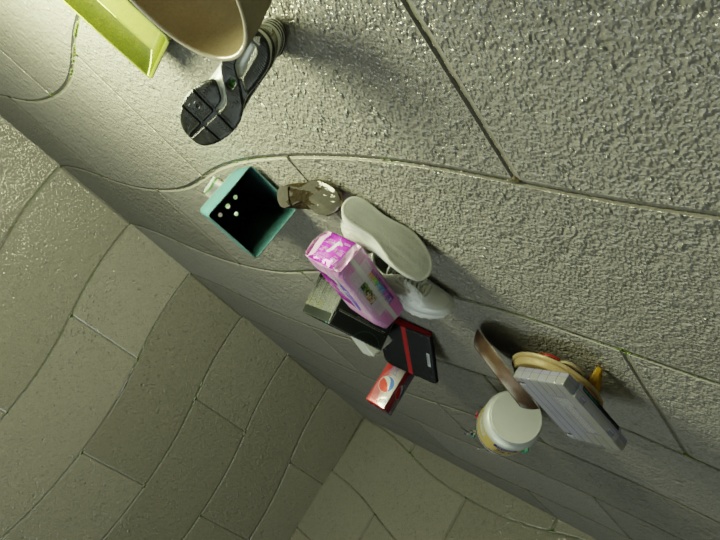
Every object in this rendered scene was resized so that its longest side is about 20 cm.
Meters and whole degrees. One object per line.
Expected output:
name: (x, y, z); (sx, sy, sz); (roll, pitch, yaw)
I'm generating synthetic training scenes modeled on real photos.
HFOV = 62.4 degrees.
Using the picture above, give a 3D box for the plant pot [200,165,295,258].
plant pot: (-0.270, -0.138, 1.339); (0.141, 0.142, 0.200); (44, 168, -27)

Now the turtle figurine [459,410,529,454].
turtle figurine: (0.415, 0.507, 1.834); (0.199, 0.101, 0.150); (24, -178, -19)

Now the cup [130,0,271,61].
cup: (-0.150, -0.332, 0.574); (0.199, 0.144, 0.200); (31, 163, 10)

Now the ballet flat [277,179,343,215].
ballet flat: (-0.091, -0.141, 1.145); (0.046, 0.068, 0.199); (-10, -169, -39)

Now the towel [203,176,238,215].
towel: (-0.312, -0.160, 1.535); (0.200, 0.023, 0.152); (40, 161, -14)

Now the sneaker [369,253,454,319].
sneaker: (0.099, 0.028, 1.201); (0.199, 0.077, 0.081); (28, 152, 18)

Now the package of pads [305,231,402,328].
package of pads: (-0.009, 0.019, 1.151); (0.120, 0.076, 0.200); (26, 161, 46)

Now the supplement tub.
supplement tub: (0.375, 0.385, 1.502); (0.145, 0.146, 0.200); (30, 163, 14)

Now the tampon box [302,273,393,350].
tampon box: (-0.022, 0.083, 1.393); (0.149, 0.127, 0.200); (29, 173, -21)

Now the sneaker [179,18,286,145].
sneaker: (-0.160, -0.255, 0.804); (0.076, 0.116, 0.200); (43, 128, -12)

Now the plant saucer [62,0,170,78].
plant saucer: (-0.384, -0.419, 0.939); (0.200, 0.048, 0.200); (42, 162, -21)

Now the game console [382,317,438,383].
game console: (0.129, 0.208, 1.606); (0.176, 0.031, 0.201); (18, 139, 32)

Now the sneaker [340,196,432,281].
sneaker: (0.045, -0.049, 1.104); (0.200, 0.074, 0.116); (43, 166, 5)

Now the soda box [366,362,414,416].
soda box: (0.103, 0.310, 1.715); (0.070, 0.201, 0.063); (21, 160, 35)

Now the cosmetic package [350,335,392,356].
cosmetic package: (-0.012, 0.124, 1.559); (0.200, 0.074, 0.102); (52, 166, -8)

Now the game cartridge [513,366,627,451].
game cartridge: (0.389, 0.253, 1.098); (0.200, 0.038, 0.129); (46, 154, -19)

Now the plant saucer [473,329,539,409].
plant saucer: (0.294, 0.210, 1.231); (0.201, 0.032, 0.200); (51, -176, -5)

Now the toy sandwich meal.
toy sandwich meal: (0.385, 0.205, 1.150); (0.204, 0.070, 0.205); (32, 158, 14)
